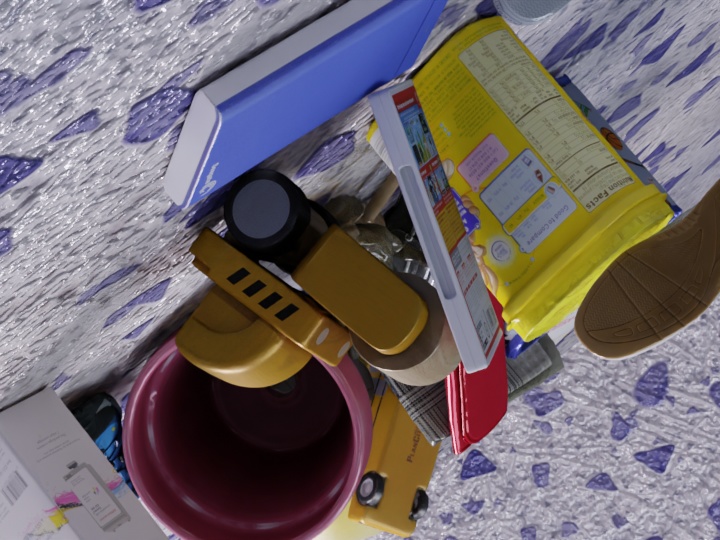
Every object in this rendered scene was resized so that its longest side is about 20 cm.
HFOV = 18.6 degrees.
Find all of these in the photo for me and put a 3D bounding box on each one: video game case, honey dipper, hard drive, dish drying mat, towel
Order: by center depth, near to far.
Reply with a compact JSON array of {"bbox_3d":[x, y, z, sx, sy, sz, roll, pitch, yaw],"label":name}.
[{"bbox_3d":[-0.031,-0.123,1.407,0.200,0.025,0.132,-34,168,-27],"label":"hard drive"},{"bbox_3d":[0.055,-0.035,1.542,0.017,0.200,0.143,-19,-175,10],"label":"video game case"},{"bbox_3d":[0.028,-0.074,1.769,0.038,0.038,0.200,-29,163,-43],"label":"honey dipper"},{"bbox_3d":[0.099,0.064,1.881,0.077,0.018,0.200,-39,137,-36],"label":"dish drying mat"},{"bbox_3d":[0.079,0.041,1.983,0.200,0.193,0.035,-27,170,-43],"label":"towel"}]

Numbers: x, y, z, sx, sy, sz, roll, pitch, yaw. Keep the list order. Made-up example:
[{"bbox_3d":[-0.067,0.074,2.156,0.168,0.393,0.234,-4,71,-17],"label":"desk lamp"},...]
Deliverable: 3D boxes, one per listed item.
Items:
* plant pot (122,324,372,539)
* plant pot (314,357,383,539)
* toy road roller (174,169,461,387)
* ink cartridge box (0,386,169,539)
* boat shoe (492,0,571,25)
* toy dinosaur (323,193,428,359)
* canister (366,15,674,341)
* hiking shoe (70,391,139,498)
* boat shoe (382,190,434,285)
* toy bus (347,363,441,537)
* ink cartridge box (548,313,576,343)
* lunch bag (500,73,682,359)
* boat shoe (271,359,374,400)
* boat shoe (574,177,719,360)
[{"bbox_3d":[-0.081,0.116,1.815,0.200,0.200,0.179,-42,-177,14],"label":"plant pot"},{"bbox_3d":[-0.030,0.141,2.112,0.200,0.200,0.142,-33,142,-29],"label":"plant pot"},{"bbox_3d":[-0.038,0.036,1.560,0.146,0.200,0.123,-53,162,0],"label":"toy road roller"},{"bbox_3d":[-0.217,0.203,1.645,0.067,0.200,0.117,-28,165,-44],"label":"ink cartridge box"},{"bbox_3d":[0.168,-0.243,1.512,0.200,0.072,0.062,-35,-167,-2],"label":"boat shoe"},{"bbox_3d":[0.000,0.000,1.785,0.077,0.102,0.200,-56,169,-24],"label":"toy dinosaur"},{"bbox_3d":[0.115,-0.071,1.629,0.149,0.200,0.087,-45,167,30],"label":"canister"},{"bbox_3d":[-0.208,0.159,1.790,0.074,0.087,0.200,-37,169,-11],"label":"hiking shoe"},{"bbox_3d":[0.037,-0.017,1.854,0.071,0.072,0.200,-1,123,-17],"label":"boat shoe"},{"bbox_3d":[0.035,0.138,2.011,0.078,0.065,0.200,7,-102,54],"label":"toy bus"},{"bbox_3d":[0.126,0.039,2.242,0.200,0.145,0.147,-46,167,33],"label":"ink cartridge box"},{"bbox_3d":[0.146,-0.043,1.921,0.200,0.170,0.124,-44,165,28],"label":"lunch bag"},{"bbox_3d":[-0.088,0.115,1.985,0.200,0.075,0.073,-8,175,-16],"label":"boat shoe"},{"bbox_3d":[0.237,0.000,1.593,0.200,0.071,0.069,-39,167,-11],"label":"boat shoe"}]
